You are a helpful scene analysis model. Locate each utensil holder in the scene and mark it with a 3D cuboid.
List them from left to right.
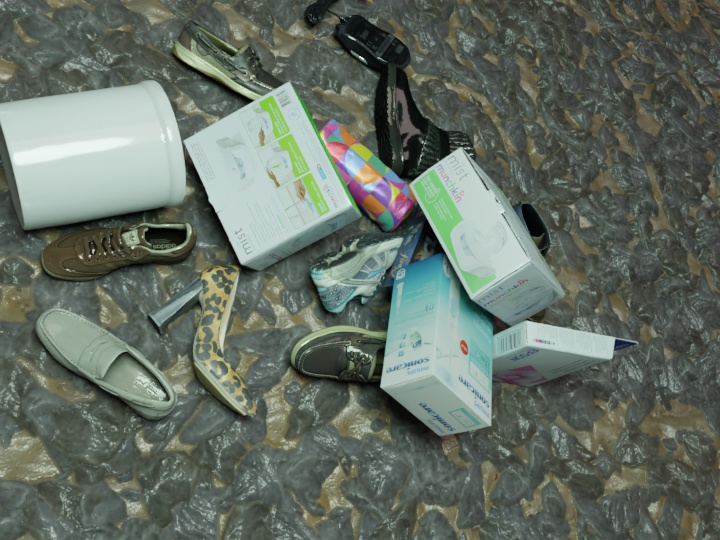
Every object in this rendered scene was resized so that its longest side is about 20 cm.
[{"bbox_3d":[-0.350,-0.147,0.966,0.199,0.170,0.171,-15,76,-26],"label":"utensil holder"}]

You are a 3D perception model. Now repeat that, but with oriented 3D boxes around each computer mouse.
[{"bbox_3d":[0.004,-0.426,1.320,0.199,0.046,0.141,28,55,-6],"label":"computer mouse"}]

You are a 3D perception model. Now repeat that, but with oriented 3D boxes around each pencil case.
[{"bbox_3d":[-0.002,-0.150,1.174,0.200,0.088,0.088,42,58,-4],"label":"pencil case"}]

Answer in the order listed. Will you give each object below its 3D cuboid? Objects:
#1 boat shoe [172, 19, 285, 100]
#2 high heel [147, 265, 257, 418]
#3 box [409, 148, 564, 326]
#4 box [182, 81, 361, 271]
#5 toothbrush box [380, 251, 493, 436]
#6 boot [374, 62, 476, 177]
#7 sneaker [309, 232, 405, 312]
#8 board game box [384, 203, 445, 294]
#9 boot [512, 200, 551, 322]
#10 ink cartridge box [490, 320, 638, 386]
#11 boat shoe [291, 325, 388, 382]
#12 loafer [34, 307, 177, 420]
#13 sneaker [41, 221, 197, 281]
[{"bbox_3d":[-0.189,-0.318,1.157,0.199,0.065,0.073,23,28,-16],"label":"boat shoe"},{"bbox_3d":[-0.168,0.087,1.002,0.142,0.071,0.200,-39,79,-26],"label":"high heel"},{"bbox_3d":[0.181,-0.044,1.051,0.176,0.097,0.201,27,33,-57],"label":"box"},{"bbox_3d":[-0.124,-0.128,1.055,0.176,0.097,0.201,-29,81,5],"label":"box"},{"bbox_3d":[0.111,0.102,1.024,0.146,0.085,0.201,44,41,-34],"label":"toothbrush box"},{"bbox_3d":[0.109,-0.245,1.265,0.157,0.079,0.212,0,80,-18],"label":"boot"},{"bbox_3d":[0.000,0.000,1.131,0.200,0.077,0.087,-28,117,-44],"label":"sneaker"},{"bbox_3d":[0.119,-0.017,1.171,0.135,0.035,0.201,45,54,-33],"label":"board game box"},{"bbox_3d":[0.274,-0.017,1.238,0.074,0.097,0.201,-14,75,-29],"label":"boot"},{"bbox_3d":[0.273,0.133,1.117,0.199,0.196,0.044,12,66,-19],"label":"ink cartridge box"},{"bbox_3d":[0.003,0.122,1.051,0.199,0.074,0.065,-2,28,-25],"label":"boat shoe"},{"bbox_3d":[-0.313,0.111,0.929,0.200,0.070,0.070,36,59,-8],"label":"loafer"},{"bbox_3d":[-0.315,-0.039,0.987,0.199,0.076,0.071,-12,74,-29],"label":"sneaker"}]
